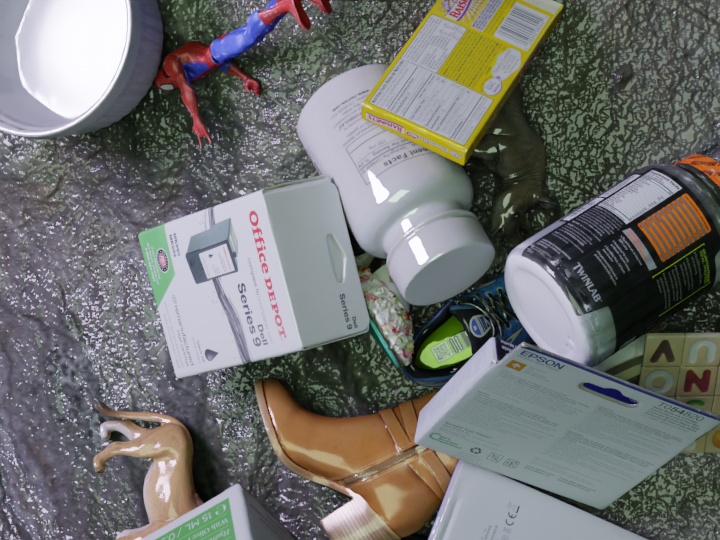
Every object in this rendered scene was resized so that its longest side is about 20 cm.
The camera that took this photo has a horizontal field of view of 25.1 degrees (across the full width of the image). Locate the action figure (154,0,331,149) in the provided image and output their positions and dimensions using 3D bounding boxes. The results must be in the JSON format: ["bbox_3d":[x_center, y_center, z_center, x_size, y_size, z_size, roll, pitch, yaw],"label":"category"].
[{"bbox_3d":[-0.108,-0.185,1.495,0.200,0.065,0.099,-16,106,36],"label":"action figure"}]

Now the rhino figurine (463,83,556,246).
[{"bbox_3d":[0.122,-0.112,1.464,0.087,0.060,0.200,-21,90,-12],"label":"rhino figurine"}]

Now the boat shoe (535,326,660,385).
[{"bbox_3d":[0.184,0.099,1.464,0.200,0.075,0.068,-22,60,19],"label":"boat shoe"}]

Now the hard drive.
[{"bbox_3d":[0.157,0.269,1.447,0.200,0.025,0.132,24,74,-6],"label":"hard drive"}]

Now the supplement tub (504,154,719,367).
[{"bbox_3d":[0.233,-0.012,1.389,0.200,0.123,0.123,-31,86,-18],"label":"supplement tub"}]

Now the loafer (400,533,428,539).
[{"bbox_3d":[0.107,0.291,1.482,0.200,0.072,0.073,7,93,10],"label":"loafer"}]

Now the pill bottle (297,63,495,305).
[{"bbox_3d":[0.034,-0.074,1.426,0.114,0.114,0.200,-34,63,11],"label":"pill bottle"}]

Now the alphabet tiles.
[{"bbox_3d":[0.340,0.094,1.394,0.200,0.008,0.167,-1,126,-2],"label":"alphabet tiles"}]

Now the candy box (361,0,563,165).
[{"bbox_3d":[0.092,-0.185,1.420,0.102,0.026,0.200,25,57,15],"label":"candy box"}]

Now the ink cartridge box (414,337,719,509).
[{"bbox_3d":[0.176,0.123,1.381,0.199,0.200,0.041,21,53,-16],"label":"ink cartridge box"}]

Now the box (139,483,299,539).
[{"bbox_3d":[-0.126,0.341,1.440,0.199,0.171,0.200,-30,131,11],"label":"box"}]

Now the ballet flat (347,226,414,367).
[{"bbox_3d":[0.000,0.000,1.465,0.064,0.076,0.200,-37,61,-6],"label":"ballet flat"}]

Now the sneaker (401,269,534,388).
[{"bbox_3d":[0.123,0.046,1.459,0.200,0.089,0.079,-36,86,8],"label":"sneaker"}]

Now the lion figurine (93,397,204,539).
[{"bbox_3d":[-0.183,0.208,1.537,0.122,0.072,0.200,-13,86,4],"label":"lion figurine"}]

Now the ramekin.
[{"bbox_3d":[-0.280,-0.220,1.507,0.200,0.105,0.200,0,90,18],"label":"ramekin"}]

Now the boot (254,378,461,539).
[{"bbox_3d":[0.005,0.152,1.498,0.155,0.077,0.200,-34,72,2],"label":"boot"}]

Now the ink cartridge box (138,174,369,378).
[{"bbox_3d":[-0.098,0.008,1.452,0.200,0.084,0.146,-16,89,49],"label":"ink cartridge box"}]
